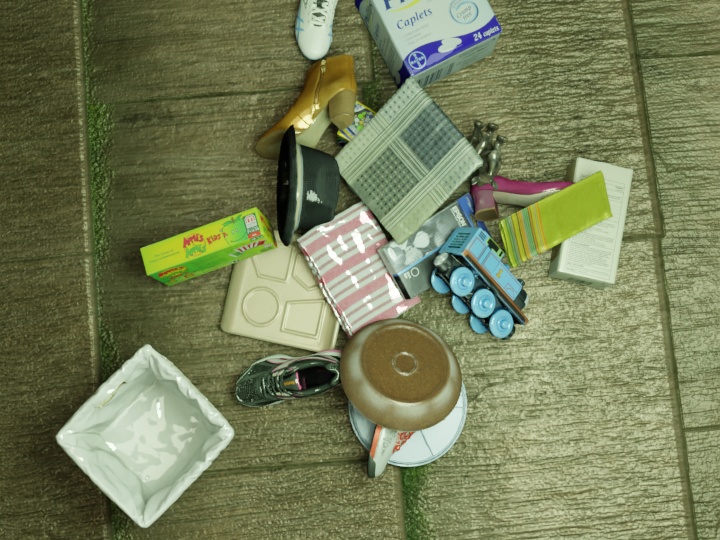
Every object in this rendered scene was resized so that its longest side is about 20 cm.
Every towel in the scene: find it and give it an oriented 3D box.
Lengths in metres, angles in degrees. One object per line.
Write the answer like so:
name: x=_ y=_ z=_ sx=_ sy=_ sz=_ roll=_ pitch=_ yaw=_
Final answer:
towel: x=0.316 y=-0.082 z=1.396 sx=0.198 sy=0.018 sz=0.087 roll=-26 pitch=117 yaw=-12
towel: x=0.000 y=0.000 z=1.436 sx=0.145 sy=0.030 sz=0.202 roll=-32 pitch=97 yaw=-22
towel: x=0.073 y=-0.175 z=1.403 sx=0.200 sy=0.034 sz=0.193 roll=-43 pitch=77 yaw=17

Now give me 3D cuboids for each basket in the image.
basket: x=-0.321 y=0.255 z=1.350 sx=0.200 sy=0.161 sz=0.198 roll=44 pitch=82 yaw=4

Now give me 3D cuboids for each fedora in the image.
fedora: x=-0.082 y=-0.135 z=1.398 sx=0.090 sy=0.201 sz=0.204 roll=2 pitch=82 yaw=-12

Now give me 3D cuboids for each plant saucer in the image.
plant saucer: x=0.067 y=0.152 z=1.358 sx=0.197 sy=0.037 sz=0.203 roll=5 pitch=54 yaw=-7

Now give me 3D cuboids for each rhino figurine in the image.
rhino figurine: x=0.205 y=-0.184 z=1.430 sx=0.059 sy=0.200 sz=0.088 roll=17 pitch=112 yaw=-6

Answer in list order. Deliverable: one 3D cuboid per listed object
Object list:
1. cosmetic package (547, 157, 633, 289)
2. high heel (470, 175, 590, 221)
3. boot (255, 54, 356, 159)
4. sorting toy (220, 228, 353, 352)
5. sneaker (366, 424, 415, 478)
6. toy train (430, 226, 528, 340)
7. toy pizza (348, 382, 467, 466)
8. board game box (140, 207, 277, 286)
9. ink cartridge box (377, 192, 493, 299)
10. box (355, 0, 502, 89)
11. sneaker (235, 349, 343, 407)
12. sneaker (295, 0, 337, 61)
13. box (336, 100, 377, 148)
cosmetic package: x=0.392 y=-0.080 z=1.481 sx=0.104 sy=0.071 sz=0.203 roll=14 pitch=81 yaw=0
high heel: x=0.283 y=-0.145 z=1.461 sx=0.197 sy=0.068 sz=0.097 roll=-6 pitch=56 yaw=13
boot: x=-0.092 y=-0.283 z=1.490 sx=0.199 sy=0.071 sz=0.146 roll=-19 pitch=54 yaw=23
sorting toy: x=-0.122 y=0.031 z=1.460 sx=0.197 sy=0.036 sz=0.188 roll=11 pitch=81 yaw=3
sneaker: x=0.080 y=0.242 z=1.389 sx=0.106 sy=0.067 sz=0.204 roll=15 pitch=79 yaw=3
toy train: x=0.202 y=0.024 z=1.420 sx=0.200 sy=0.086 sz=0.115 roll=45 pitch=74 yaw=-23
toy pizza: x=0.078 y=0.222 z=1.442 sx=0.197 sy=0.032 sz=0.203 roll=0 pitch=82 yaw=-2
board game box: x=-0.243 y=-0.037 z=1.409 sx=0.197 sy=0.102 sz=0.048 roll=-19 pitch=77 yaw=4
ink cartridge box: x=0.134 y=-0.044 z=1.455 sx=0.199 sy=0.039 sz=0.100 roll=-33 pitch=96 yaw=-17
box: x=0.115 y=-0.440 z=1.502 sx=0.182 sy=0.105 sz=0.202 roll=-27 pitch=84 yaw=-7
sneaker: x=-0.113 y=0.172 z=1.395 sx=0.197 sy=0.086 sz=0.081 roll=-18 pitch=91 yaw=8
sneaker: x=-0.073 y=-0.468 z=1.513 sx=0.071 sy=0.072 sz=0.203 roll=9 pitch=83 yaw=-3
box: x=0.059 y=-0.203 z=1.485 sx=0.198 sy=0.064 sz=0.071 roll=31 pitch=82 yaw=2
